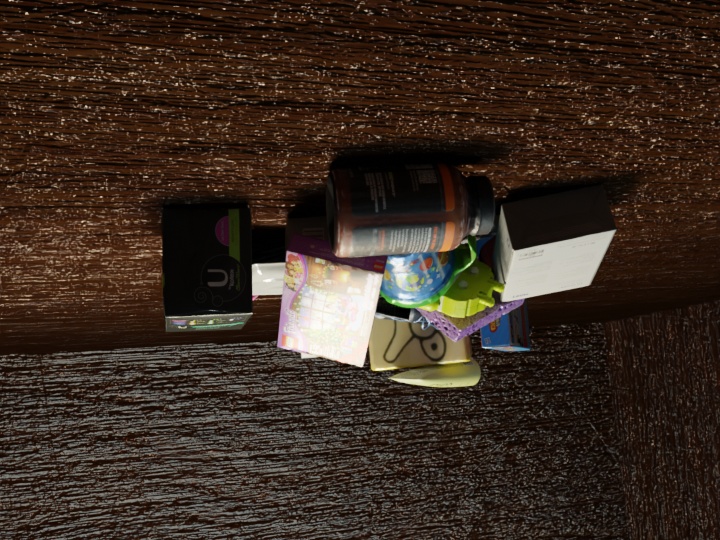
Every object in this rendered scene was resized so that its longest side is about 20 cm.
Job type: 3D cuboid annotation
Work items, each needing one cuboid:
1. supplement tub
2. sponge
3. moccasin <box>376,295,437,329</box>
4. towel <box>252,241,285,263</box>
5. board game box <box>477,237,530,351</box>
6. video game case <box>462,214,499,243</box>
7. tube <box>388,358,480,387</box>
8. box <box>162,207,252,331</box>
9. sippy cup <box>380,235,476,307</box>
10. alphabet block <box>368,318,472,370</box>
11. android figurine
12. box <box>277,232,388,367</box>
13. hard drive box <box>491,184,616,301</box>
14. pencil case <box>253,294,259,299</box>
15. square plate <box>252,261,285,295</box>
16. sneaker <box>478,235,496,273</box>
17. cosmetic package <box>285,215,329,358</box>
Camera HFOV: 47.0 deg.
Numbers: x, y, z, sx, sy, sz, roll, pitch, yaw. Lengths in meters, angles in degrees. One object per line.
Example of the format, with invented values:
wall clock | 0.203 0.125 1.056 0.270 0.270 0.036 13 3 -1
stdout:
supplement tub | 0.059 -0.074 0.996 0.194 0.110 0.107 -3 171 -9
sponge | 0.174 0.042 1.343 0.198 0.111 0.030 -21 143 -45
moccasin | 0.093 0.068 1.444 0.194 0.083 0.068 -4 -174 12
towel | -0.121 -0.024 1.401 0.197 0.050 0.110 -13 169 37
board game box | 0.269 0.047 1.562 0.054 0.206 0.195 -7 170 21
video game case | 0.133 -0.065 1.359 0.197 0.024 0.180 4 167 -43
tube | 0.143 0.193 1.519 0.197 0.052 0.058 3 133 -46
box | -0.223 0.004 1.187 0.121 0.153 0.200 -2 170 -13
sippy cup | 0.066 -0.035 1.174 0.176 0.141 0.131 -35 152 -4
alphabet block | 0.111 0.074 1.577 0.190 0.206 0.196 -6 178 10
android figurine | 0.125 0.010 1.284 0.196 0.042 0.182 21 -144 24
box | -0.043 0.046 1.164 0.133 0.040 0.203 13 135 2
hard drive box | 0.286 -0.035 1.258 0.152 0.079 0.201 -10 155 -1
pencil case | -0.248 0.035 1.553 0.089 0.096 0.199 0 170 -24
square plate | -0.133 0.016 1.391 0.196 0.029 0.197 -1 171 -34
sneaker | 0.291 -0.055 1.390 0.195 0.075 0.087 -15 158 -15
cosmetic package | -0.064 0.028 1.262 0.088 0.108 0.203 -3 132 -2
